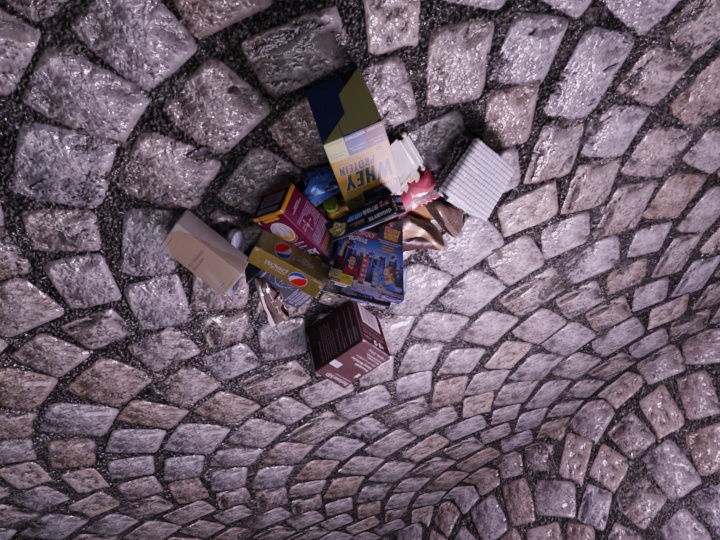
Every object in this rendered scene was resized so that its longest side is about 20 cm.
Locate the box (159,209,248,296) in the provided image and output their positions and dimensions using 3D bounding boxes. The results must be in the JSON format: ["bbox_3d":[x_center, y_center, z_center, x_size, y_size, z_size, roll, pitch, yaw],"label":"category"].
[{"bbox_3d":[-0.382,-0.043,1.495,0.198,0.078,0.095,38,119,-14],"label":"box"}]

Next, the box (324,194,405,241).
[{"bbox_3d":[0.016,-0.123,1.385,0.156,0.047,0.200,-23,-178,12],"label":"box"}]

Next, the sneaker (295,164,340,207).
[{"bbox_3d":[-0.091,-0.223,1.480,0.197,0.067,0.078,-32,132,17],"label":"sneaker"}]

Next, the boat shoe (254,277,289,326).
[{"bbox_3d":[-0.231,0.077,1.591,0.058,0.073,0.202,-18,145,-7],"label":"boat shoe"}]

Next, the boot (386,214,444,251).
[{"bbox_3d":[0.123,-0.079,1.686,0.165,0.074,0.198,-32,141,33],"label":"boot"}]

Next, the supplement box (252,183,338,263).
[{"bbox_3d":[-0.154,-0.107,1.496,0.108,0.087,0.200,-10,137,40],"label":"supplement box"}]

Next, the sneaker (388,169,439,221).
[{"bbox_3d":[0.112,-0.197,1.582,0.197,0.074,0.088,-28,105,-9],"label":"sneaker"}]

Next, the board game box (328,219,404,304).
[{"bbox_3d":[0.033,-0.042,1.534,0.195,0.205,0.062,16,167,-8],"label":"board game box"}]

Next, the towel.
[{"bbox_3d":[0.290,-0.239,1.567,0.197,0.086,0.168,23,104,-40],"label":"towel"}]

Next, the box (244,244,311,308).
[{"bbox_3d":[-0.197,-0.009,1.644,0.147,0.109,0.198,-37,137,22],"label":"box"}]

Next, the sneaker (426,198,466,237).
[{"bbox_3d":[0.241,-0.165,1.677,0.076,0.070,0.200,-51,150,-1],"label":"sneaker"}]

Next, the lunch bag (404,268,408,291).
[{"bbox_3d":[0.012,0.031,1.753,0.167,0.131,0.197,18,159,-38],"label":"lunch bag"}]

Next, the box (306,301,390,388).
[{"bbox_3d":[-0.038,0.235,1.930,0.198,0.167,0.165,-35,138,18],"label":"box"}]

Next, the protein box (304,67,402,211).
[{"bbox_3d":[-0.015,-0.287,1.337,0.132,0.202,0.202,-21,141,3],"label":"protein box"}]

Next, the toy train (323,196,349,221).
[{"bbox_3d":[-0.070,-0.146,1.540,0.196,0.086,0.116,-23,156,5],"label":"toy train"}]

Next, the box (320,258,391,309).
[{"bbox_3d":[0.000,0.000,1.597,0.194,0.164,0.046,12,169,1],"label":"box"}]

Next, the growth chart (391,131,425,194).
[{"bbox_3d":[0.074,-0.240,1.496,0.199,0.018,0.146,-41,130,-14],"label":"growth chart"}]

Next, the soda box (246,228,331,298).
[{"bbox_3d":[-0.175,-0.016,1.491,0.197,0.065,0.068,29,136,-13],"label":"soda box"}]

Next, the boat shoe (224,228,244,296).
[{"bbox_3d":[-0.354,-0.024,1.599,0.061,0.072,0.204,25,123,16],"label":"boat shoe"}]

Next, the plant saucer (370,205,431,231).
[{"bbox_3d":[0.110,-0.123,1.694,0.194,0.038,0.203,-11,139,-9],"label":"plant saucer"}]
